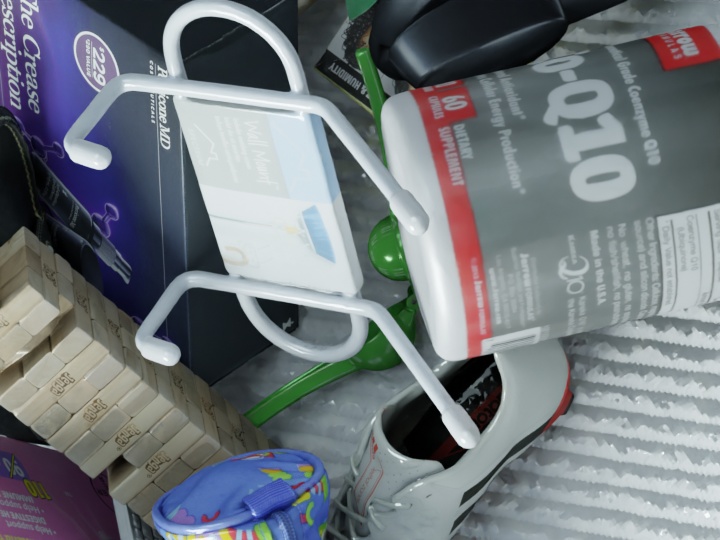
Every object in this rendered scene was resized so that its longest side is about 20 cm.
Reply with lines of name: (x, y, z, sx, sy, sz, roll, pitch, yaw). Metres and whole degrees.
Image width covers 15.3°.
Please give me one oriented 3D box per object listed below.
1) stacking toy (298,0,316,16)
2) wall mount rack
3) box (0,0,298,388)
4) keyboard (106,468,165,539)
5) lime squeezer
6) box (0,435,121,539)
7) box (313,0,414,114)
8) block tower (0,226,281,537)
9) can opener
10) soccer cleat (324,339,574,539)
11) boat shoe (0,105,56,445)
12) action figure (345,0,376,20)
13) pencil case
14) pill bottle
stacking toy: (-0.087, -0.211, 1.239, 0.145, 0.200, 0.147, -5, 58, 9)
wall mount rack: (-0.026, -0.009, 1.099, 0.173, 0.201, 0.075, 10, 47, 27)
box: (-0.101, -0.061, 1.228, 0.141, 0.201, 0.079, 31, 50, 29)
keyboard: (-0.086, 0.140, 1.214, 0.011, 0.056, 0.201, -37, 43, 20)
lime squeezer: (0.000, 0.000, 1.233, 0.070, 0.038, 0.201, 24, 108, 14)
box: (-0.145, 0.179, 1.204, 0.097, 0.176, 0.201, -41, 62, 14)
box: (0.067, -0.152, 1.240, 0.075, 0.050, 0.201, 39, 97, 31)
block tower: (-0.104, 0.064, 1.200, 0.054, 0.200, 0.058, -41, 29, 14)
can opener: (0.094, -0.130, 1.178, 0.199, 0.064, 0.079, -24, 63, -17)
soccer cleat: (0.016, 0.101, 1.187, 0.069, 0.085, 0.200, 44, 100, 29)
boat shoe: (-0.156, 0.003, 1.230, 0.067, 0.201, 0.072, 22, 48, 26)
action figure: (0.066, -0.204, 1.197, 0.199, 0.055, 0.119, -23, 65, 18)
pencil case: (-0.022, 0.177, 1.148, 0.087, 0.078, 0.201, -2, 111, 57)
pill bottle: (0.116, -0.038, 1.113, 0.198, 0.114, 0.115, -13, 70, -3)
